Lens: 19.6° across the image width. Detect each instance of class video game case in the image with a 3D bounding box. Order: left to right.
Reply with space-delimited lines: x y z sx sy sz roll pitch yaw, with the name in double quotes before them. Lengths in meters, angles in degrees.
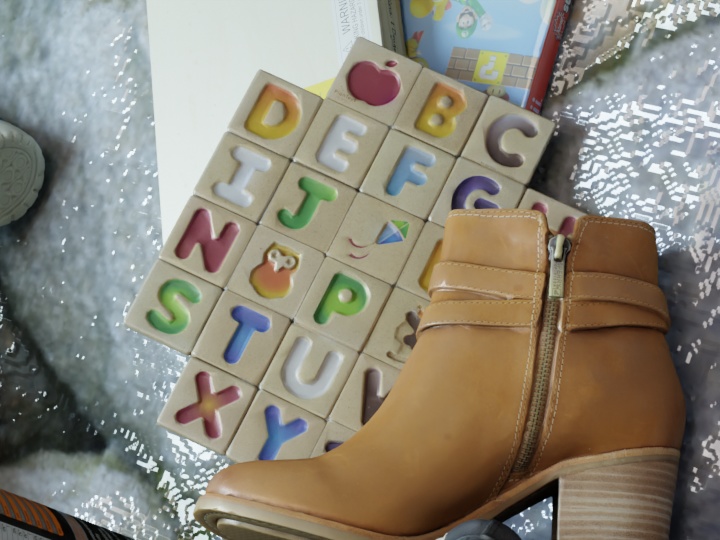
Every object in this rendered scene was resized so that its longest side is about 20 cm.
"video game case" 0.044 -0.158 0.994 0.143 0.017 0.200 12 82 35

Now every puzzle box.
"puzzle box" -0.041 -0.093 1.001 0.133 0.025 0.200 -17 67 27

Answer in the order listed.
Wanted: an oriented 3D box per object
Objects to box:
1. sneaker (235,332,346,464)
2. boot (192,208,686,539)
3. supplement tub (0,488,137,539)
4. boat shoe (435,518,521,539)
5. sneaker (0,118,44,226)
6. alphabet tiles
"sneaker" -0.010 0.124 0.916 0.088 0.075 0.200 4 80 18
"boot" 0.035 0.046 0.855 0.200 0.077 0.155 2 74 0
"supplement tub" -0.168 0.155 0.903 0.122 0.200 0.123 -32 45 38
"boat shoe" 0.032 0.182 0.825 0.074 0.200 0.060 14 38 13
"sneaker" -0.274 -0.047 1.071 0.111 0.200 0.077 28 129 41
"alphabet tiles" 0.000 0.000 0.914 0.166 0.006 0.200 25 75 8
